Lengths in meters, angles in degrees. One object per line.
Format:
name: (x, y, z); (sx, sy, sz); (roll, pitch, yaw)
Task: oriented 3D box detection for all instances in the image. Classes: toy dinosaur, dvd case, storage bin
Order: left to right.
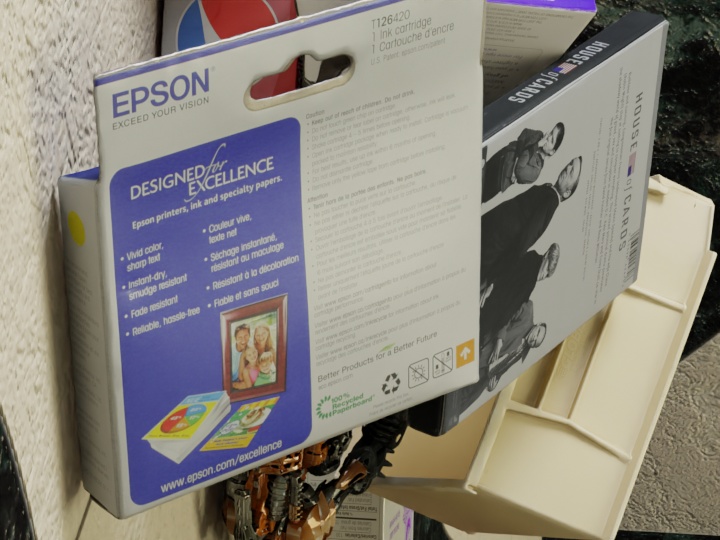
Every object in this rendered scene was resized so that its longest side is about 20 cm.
toy dinosaur: (-0.041, 0.105, 1.494); (0.136, 0.102, 0.200); (-61, 178, -42)
storage bin: (0.092, 0.045, 1.558); (0.199, 0.093, 0.200); (-69, -163, -11)
dvd case: (0.087, -0.026, 1.354); (0.200, 0.025, 0.151); (-35, 137, -51)

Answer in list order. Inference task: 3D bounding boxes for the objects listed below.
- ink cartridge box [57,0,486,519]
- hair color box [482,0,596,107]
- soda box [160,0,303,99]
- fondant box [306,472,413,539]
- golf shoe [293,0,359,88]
ink cartridge box: (-0.034, -0.018, 1.181); (0.197, 0.047, 0.201); (-18, 119, -32)
hair color box: (0.020, -0.100, 1.385); (0.200, 0.109, 0.065); (-52, -138, 49)
soda box: (-0.056, -0.070, 1.309); (0.063, 0.070, 0.201); (24, 69, -78)
fondant box: (0.000, 0.098, 1.782); (0.144, 0.058, 0.201); (-40, 133, -79)
golf shoe: (0.007, -0.069, 1.261); (0.095, 0.077, 0.201); (-74, 159, -45)
